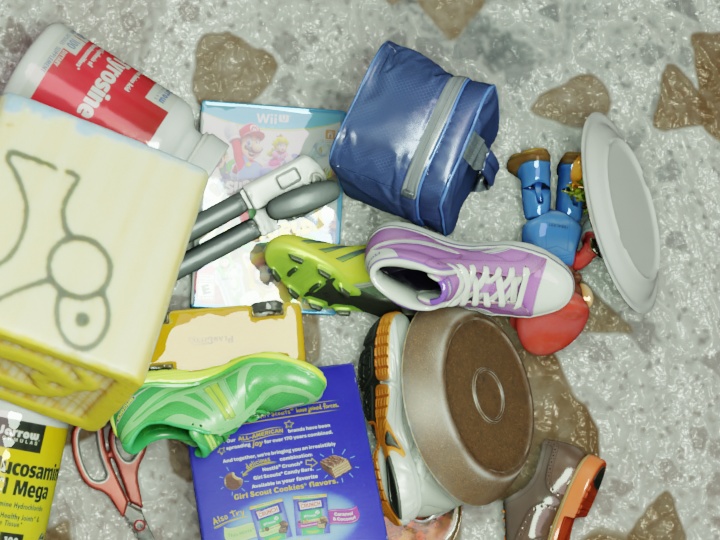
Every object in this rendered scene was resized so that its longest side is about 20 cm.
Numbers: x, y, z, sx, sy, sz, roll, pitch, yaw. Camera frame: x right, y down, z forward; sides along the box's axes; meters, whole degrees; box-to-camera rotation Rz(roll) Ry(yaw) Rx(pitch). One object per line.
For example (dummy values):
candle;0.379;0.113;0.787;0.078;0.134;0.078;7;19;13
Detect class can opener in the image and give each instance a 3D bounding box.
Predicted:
can opener;-0.117;-0.048;1.670;0.200;0.066;0.053;-27;94;-5

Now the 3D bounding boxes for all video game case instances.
video game case;-0.089;-0.060;1.714;0.143;0.018;0.200;3;86;-9

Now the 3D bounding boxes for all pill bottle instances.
pill bottle;-0.228;-0.134;1.643;0.200;0.112;0.112;32;82;-6
pill bottle;-0.330;0.171;1.611;0.112;0.112;0.200;12;85;-9

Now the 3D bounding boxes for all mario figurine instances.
mario figurine;0.177;-0.014;1.744;0.123;0.106;0.200;-2;75;23

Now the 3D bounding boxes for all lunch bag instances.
lunch bag;0.063;-0.114;1.659;0.132;0.200;0.136;25;85;10

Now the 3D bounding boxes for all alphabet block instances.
alphabet block;-0.263;-0.002;1.509;0.195;0.196;0.200;21;67;-11

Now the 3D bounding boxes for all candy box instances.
candy box;-0.069;0.198;1.637;0.169;0.077;0.200;-8;65;-6

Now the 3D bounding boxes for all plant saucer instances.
plant saucer;0.109;0.120;1.667;0.200;0.034;0.201;25;57;-47

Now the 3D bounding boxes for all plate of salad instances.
plate of salad;0.243;-0.053;1.705;0.048;0.200;0.200;-15;90;24

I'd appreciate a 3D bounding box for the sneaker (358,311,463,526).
sneaker;0.056;0.137;1.678;0.092;0.076;0.200;-6;91;-22

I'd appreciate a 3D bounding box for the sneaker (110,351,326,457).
sneaker;-0.126;0.127;1.591;0.200;0.074;0.084;-11;60;4

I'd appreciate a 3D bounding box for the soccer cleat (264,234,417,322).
soccer cleat;0.000;0.001;1.701;0.200;0.065;0.084;20;54;-18

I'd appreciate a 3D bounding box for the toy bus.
toy bus;-0.155;0.070;1.658;0.200;0.078;0.065;-5;83;-7

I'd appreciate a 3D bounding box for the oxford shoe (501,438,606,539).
oxford shoe;0.166;0.261;1.730;0.072;0.071;0.200;27;85;21

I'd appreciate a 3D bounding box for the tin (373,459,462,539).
tin;-0.001;0.241;1.706;0.200;0.042;0.112;-13;94;-11

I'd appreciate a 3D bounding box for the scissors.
scissors;-0.222;0.233;1.680;0.073;0.014;0.200;-13;91;-13

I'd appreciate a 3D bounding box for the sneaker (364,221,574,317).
sneaker;0.101;0.016;1.618;0.200;0.114;0.073;9;108;-2
